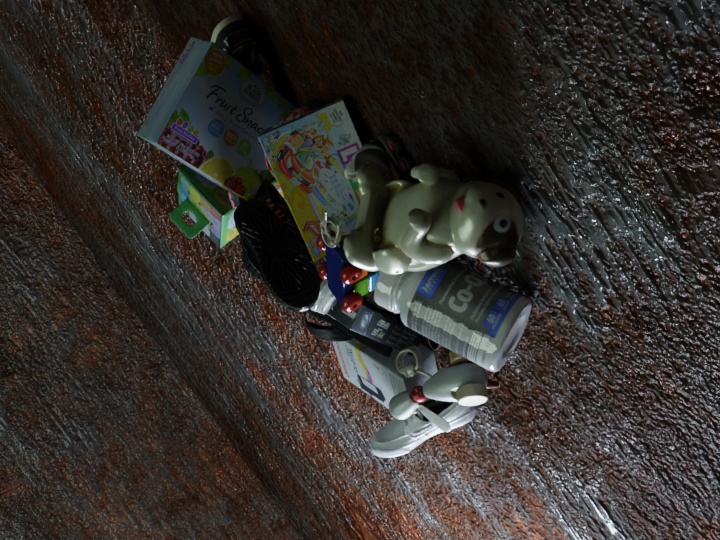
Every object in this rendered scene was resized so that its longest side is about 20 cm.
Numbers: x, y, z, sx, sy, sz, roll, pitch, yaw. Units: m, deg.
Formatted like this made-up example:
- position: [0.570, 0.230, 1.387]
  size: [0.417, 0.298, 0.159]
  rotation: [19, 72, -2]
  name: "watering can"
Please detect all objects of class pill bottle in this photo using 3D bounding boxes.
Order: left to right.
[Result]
- position: [0.127, 0.048, 1.245]
  size: [0.200, 0.114, 0.114]
  rotation: [27, 148, 20]
  name: "pill bottle"

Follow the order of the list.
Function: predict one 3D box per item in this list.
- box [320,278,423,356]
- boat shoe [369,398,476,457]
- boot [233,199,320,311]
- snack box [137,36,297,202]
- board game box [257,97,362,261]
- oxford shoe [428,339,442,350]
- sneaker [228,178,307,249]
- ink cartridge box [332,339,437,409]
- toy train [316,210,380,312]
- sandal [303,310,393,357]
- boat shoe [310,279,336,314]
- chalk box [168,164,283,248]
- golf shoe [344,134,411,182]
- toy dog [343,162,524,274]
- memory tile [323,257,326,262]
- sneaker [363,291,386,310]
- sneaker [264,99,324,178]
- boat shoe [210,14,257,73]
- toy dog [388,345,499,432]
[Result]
- position: [-0.006, 0.071, 1.513]
  size: [0.160, 0.044, 0.200]
  rotation: [31, -178, 39]
  name: "box"
- position: [0.100, 0.254, 1.540]
  size: [0.065, 0.200, 0.074]
  rotation: [60, -177, -36]
  name: "boat shoe"
- position: [-0.127, 0.001, 1.405]
  size: [0.211, 0.079, 0.158]
  rotation: [59, 165, 25]
  name: "boot"
- position: [-0.208, -0.224, 1.341]
  size: [0.068, 0.169, 0.200]
  rotation: [25, 174, 43]
  name: "snack box"
- position: [-0.048, -0.131, 1.299]
  size: [0.034, 0.134, 0.201]
  rotation: [-103, -11, -74]
  name: "board game box"
- position: [0.110, 0.036, 1.349]
  size: [0.071, 0.073, 0.200]
  rotation: [18, 140, 51]
  name: "oxford shoe"
- position: [-0.138, -0.084, 1.490]
  size: [0.200, 0.079, 0.095]
  rotation: [47, 172, -31]
  name: "sneaker"
- position: [0.046, 0.174, 1.639]
  size: [0.200, 0.083, 0.146]
  rotation: [30, 149, 38]
  name: "ink cartridge box"
- position: [0.005, -0.038, 1.253]
  size: [0.085, 0.115, 0.200]
  rotation: [53, 159, 31]
  name: "toy train"
- position: [-0.041, 0.105, 1.523]
  size: [0.200, 0.048, 0.075]
  rotation: [29, -178, 6]
  name: "sandal"
- position: [0.000, 0.000, 1.375]
  size: [0.069, 0.200, 0.071]
  rotation: [40, -165, 6]
  name: "boat shoe"
- position: [-0.242, -0.137, 1.568]
  size: [0.124, 0.200, 0.124]
  rotation: [45, 154, 11]
  name: "chalk box"
- position: [0.058, -0.091, 1.250]
  size: [0.200, 0.088, 0.077]
  rotation: [51, 154, -2]
  name: "golf shoe"
- position: [0.106, -0.052, 1.116]
  size: [0.199, 0.140, 0.194]
  rotation: [-6, 144, 38]
  name: "toy dog"
- position: [-0.078, -0.067, 1.502]
  size: [0.200, 0.017, 0.153]
  rotation: [60, 180, 16]
  name: "memory tile"
- position: [-0.011, -0.017, 1.487]
  size: [0.200, 0.075, 0.088]
  rotation: [60, 159, -13]
  name: "sneaker"
- position: [-0.092, -0.160, 1.387]
  size: [0.067, 0.108, 0.202]
  rotation: [35, 151, 31]
  name: "sneaker"
- position: [-0.205, -0.315, 1.414]
  size: [0.068, 0.072, 0.200]
  rotation: [50, 153, 9]
  name: "boat shoe"
- position: [0.145, 0.195, 1.454]
  size: [0.096, 0.132, 0.200]
  rotation: [24, 160, -35]
  name: "toy dog"
